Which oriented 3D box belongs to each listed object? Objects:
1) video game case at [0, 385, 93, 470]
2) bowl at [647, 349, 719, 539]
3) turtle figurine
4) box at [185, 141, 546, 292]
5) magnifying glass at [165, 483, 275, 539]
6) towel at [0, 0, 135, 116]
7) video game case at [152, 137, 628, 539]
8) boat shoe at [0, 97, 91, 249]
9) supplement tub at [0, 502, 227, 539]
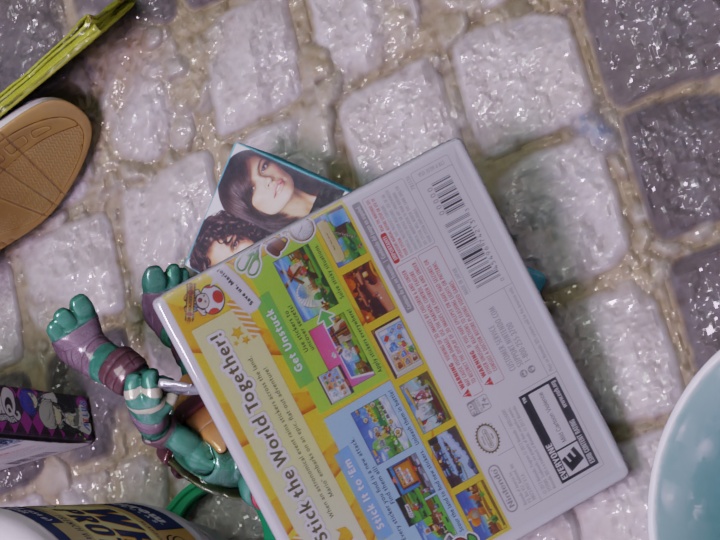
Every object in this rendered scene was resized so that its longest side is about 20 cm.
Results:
[{"bbox_3d":[-0.297,0.108,1.013,0.199,0.181,0.036,-17,74,25],"label":"video game case"},{"bbox_3d":[0.244,0.116,0.770,0.199,0.105,0.203,-4,80,27],"label":"bowl"},{"bbox_3d":[-0.084,0.075,0.942,0.200,0.149,0.101,36,117,35],"label":"turtle figurine"},{"bbox_3d":[0.000,0.000,0.948,0.199,0.049,0.083,24,93,28],"label":"box"},{"bbox_3d":[-0.128,0.186,1.004,0.199,0.022,0.080,-26,71,20],"label":"magnifying glass"},{"bbox_3d":[-0.233,-0.112,1.074,0.199,0.086,0.018,-35,104,19],"label":"towel"},{"bbox_3d":[0.018,0.061,0.858,0.181,0.023,0.201,-28,94,-8],"label":"video game case"},{"bbox_3d":[-0.258,-0.043,1.081,0.200,0.071,0.069,-45,36,6],"label":"boat shoe"},{"bbox_3d":[-0.151,0.198,0.890,0.143,0.200,0.146,-3,83,26],"label":"supplement tub"}]
